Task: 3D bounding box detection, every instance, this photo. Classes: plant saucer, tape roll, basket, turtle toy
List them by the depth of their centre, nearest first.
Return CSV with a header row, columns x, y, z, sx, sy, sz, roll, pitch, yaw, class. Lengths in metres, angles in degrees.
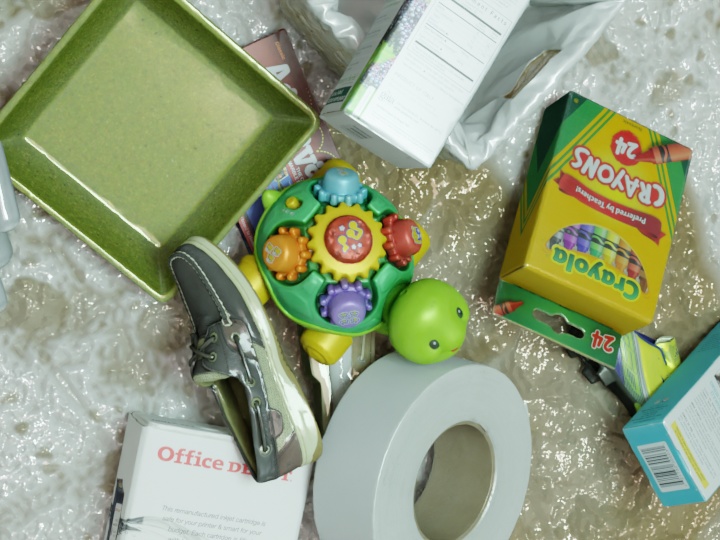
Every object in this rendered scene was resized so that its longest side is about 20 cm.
x,y,z,sx,sy,sz,roll,pitch,yaw,class
-0.169,-0.113,1.431,0.200,0.048,0.200,40,97,-16,plant saucer
0.000,0.000,1.435,0.200,0.101,0.146,39,73,-1,turtle toy
0.065,-0.217,1.448,0.200,0.161,0.198,44,82,-16,basket
0.054,0.166,1.475,0.202,0.071,0.204,-15,110,-45,tape roll

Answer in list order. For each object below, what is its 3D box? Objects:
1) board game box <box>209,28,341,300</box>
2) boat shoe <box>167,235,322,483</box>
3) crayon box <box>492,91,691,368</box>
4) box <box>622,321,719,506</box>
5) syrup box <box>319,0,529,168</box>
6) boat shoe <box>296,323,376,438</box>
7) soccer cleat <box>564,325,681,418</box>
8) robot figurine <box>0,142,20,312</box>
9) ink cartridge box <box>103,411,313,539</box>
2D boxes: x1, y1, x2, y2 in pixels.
x,y,z,sx,sy,sz,roll,pitch,yaw,class
-0.069,-0.088,1.494,0.103,0.019,0.201,-26,101,-13,board game box
-0.100,0.071,1.404,0.066,0.072,0.202,-29,92,-31,boat shoe
0.197,-0.034,1.518,0.126,0.051,0.201,23,68,-16,crayon box
0.310,0.113,1.557,0.200,0.049,0.083,-39,105,-40,box
0.060,-0.179,1.326,0.081,0.079,0.201,32,85,-15,syrup box
-0.004,0.119,1.500,0.068,0.075,0.201,-10,96,-9,boat shoe
0.264,0.105,1.582,0.084,0.065,0.200,-43,104,-11,soccer cleat
-0.336,-0.051,1.370,0.169,0.113,0.201,-13,101,20,robot figurine
-0.133,0.226,1.466,0.144,0.084,0.201,11,92,-17,ink cartridge box
